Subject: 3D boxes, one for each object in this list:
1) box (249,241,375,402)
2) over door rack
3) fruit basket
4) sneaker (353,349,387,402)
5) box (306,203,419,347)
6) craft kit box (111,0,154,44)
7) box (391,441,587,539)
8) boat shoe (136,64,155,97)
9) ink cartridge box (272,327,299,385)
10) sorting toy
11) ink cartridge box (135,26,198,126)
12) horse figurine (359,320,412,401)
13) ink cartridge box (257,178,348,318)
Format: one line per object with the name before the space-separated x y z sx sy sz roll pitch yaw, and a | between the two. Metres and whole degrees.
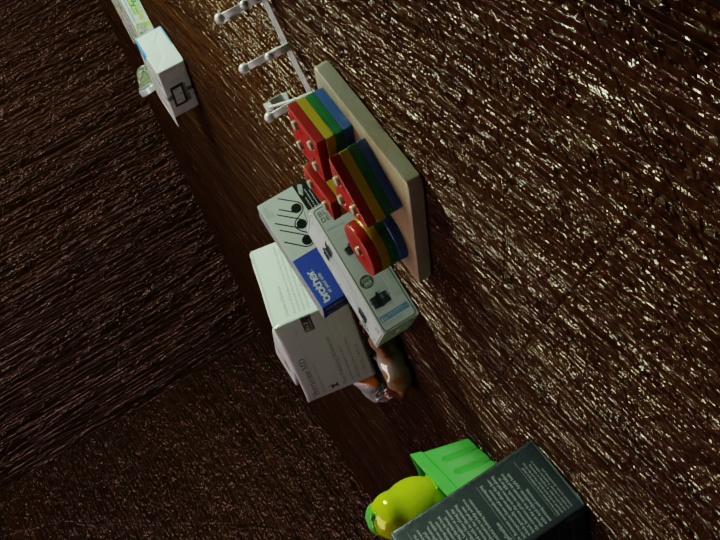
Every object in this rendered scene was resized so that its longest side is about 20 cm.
box | -0.081 0.072 1.706 0.201 0.129 0.200 -114 2 -46
over door rack | -0.131 -0.270 1.297 0.149 0.066 0.200 64 169 -15
fruit basket | 0.114 0.341 1.407 0.157 0.214 0.215 64 169 -20
sneaker | 0.028 0.197 1.811 0.092 0.075 0.200 53 178 -6
box | 0.000 0.000 1.413 0.201 0.060 0.117 58 169 9
craft kit box | -0.552 -0.631 2.381 0.202 0.048 0.197 64 166 -20
box | 0.154 0.321 1.163 0.107 0.199 0.149 50 167 40
boat shoe | -0.577 -0.515 2.725 0.063 0.071 0.200 61 173 -22
ink cartridge box | -0.087 0.131 1.942 0.085 0.144 0.200 55 169 12
sorting toy | -0.005 -0.097 1.152 0.200 0.069 0.201 54 168 29
ink cartridge box | -0.424 -0.427 2.245 0.117 0.067 0.201 55 168 25
horse figurine | 0.040 0.138 1.624 0.133 0.049 0.202 -127 14 -62
ink cartridge box | -0.069 -0.036 1.550 0.201 0.093 0.044 56 169 19
